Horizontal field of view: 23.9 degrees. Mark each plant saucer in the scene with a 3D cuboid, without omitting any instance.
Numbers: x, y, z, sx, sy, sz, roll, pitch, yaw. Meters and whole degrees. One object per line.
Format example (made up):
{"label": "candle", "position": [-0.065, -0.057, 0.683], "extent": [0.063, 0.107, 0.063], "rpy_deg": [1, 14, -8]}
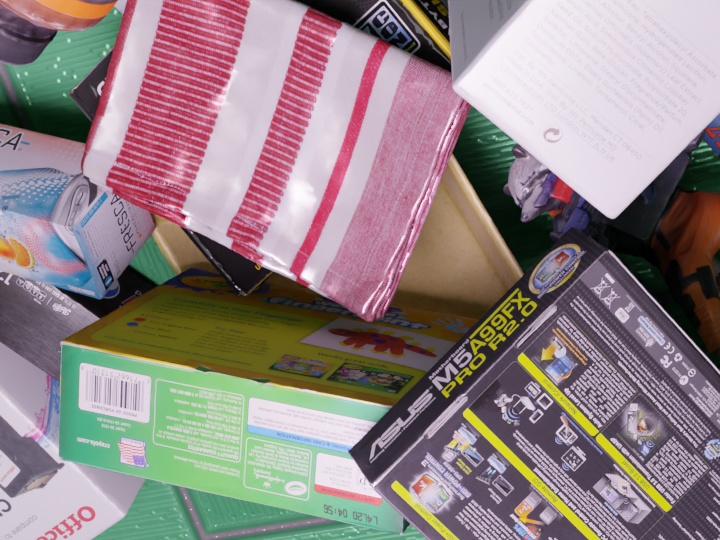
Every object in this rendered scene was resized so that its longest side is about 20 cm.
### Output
{"label": "plant saucer", "position": [0.000, 0.000, 1.029], "extent": [0.199, 0.048, 0.201], "rpy_deg": [-29, 96, 27]}

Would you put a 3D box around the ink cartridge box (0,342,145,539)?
{"label": "ink cartridge box", "position": [-0.261, 0.112, 1.170], "extent": [0.146, 0.083, 0.200], "rpy_deg": [-36, 105, 27]}

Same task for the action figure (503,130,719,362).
{"label": "action figure", "position": [0.156, -0.001, 0.951], "extent": [0.193, 0.105, 0.200], "rpy_deg": [35, 81, 11]}

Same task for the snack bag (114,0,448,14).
{"label": "snack bag", "position": [-0.043, -0.168, 1.001], "extent": [0.200, 0.021, 0.188], "rpy_deg": [45, 119, -13]}

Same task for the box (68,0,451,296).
{"label": "box", "position": [-0.046, -0.107, 0.959], "extent": [0.200, 0.049, 0.160], "rpy_deg": [-40, 92, 27]}

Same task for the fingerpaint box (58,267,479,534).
{"label": "fingerpaint box", "position": [-0.042, 0.067, 0.947], "extent": [0.199, 0.167, 0.074], "rpy_deg": [10, 107, 17]}

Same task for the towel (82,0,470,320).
{"label": "towel", "position": [-0.051, -0.076, 0.924], "extent": [0.199, 0.023, 0.145], "rpy_deg": [26, 113, 12]}

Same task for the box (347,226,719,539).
{"label": "box", "position": [0.117, 0.103, 0.847], "extent": [0.160, 0.044, 0.200], "rpy_deg": [-45, 113, 1]}

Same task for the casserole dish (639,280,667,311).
{"label": "casserole dish", "position": [0.114, 0.080, 1.093], "extent": [0.121, 0.039, 0.200], "rpy_deg": [41, 120, -10]}

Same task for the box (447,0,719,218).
{"label": "box", "position": [0.146, -0.152, 0.830], "extent": [0.106, 0.152, 0.200], "rpy_deg": [38, 111, -14]}

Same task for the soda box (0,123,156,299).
{"label": "soda box", "position": [-0.229, -0.047, 1.043], "extent": [0.199, 0.069, 0.064], "rpy_deg": [14, 141, 27]}

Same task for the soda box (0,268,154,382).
{"label": "soda box", "position": [-0.158, 0.047, 1.117], "extent": [0.200, 0.071, 0.063], "rpy_deg": [36, 119, -8]}

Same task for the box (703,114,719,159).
{"label": "box", "position": [0.204, -0.164, 0.936], "extent": [0.136, 0.038, 0.200], "rpy_deg": [-36, 106, 28]}

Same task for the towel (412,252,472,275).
{"label": "towel", "position": [0.007, 0.066, 1.088], "extent": [0.143, 0.023, 0.201], "rpy_deg": [15, 112, 17]}

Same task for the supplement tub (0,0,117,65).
{"label": "supplement tub", "position": [-0.158, -0.209, 0.948], "extent": [0.107, 0.107, 0.200], "rpy_deg": [39, 116, -10]}
